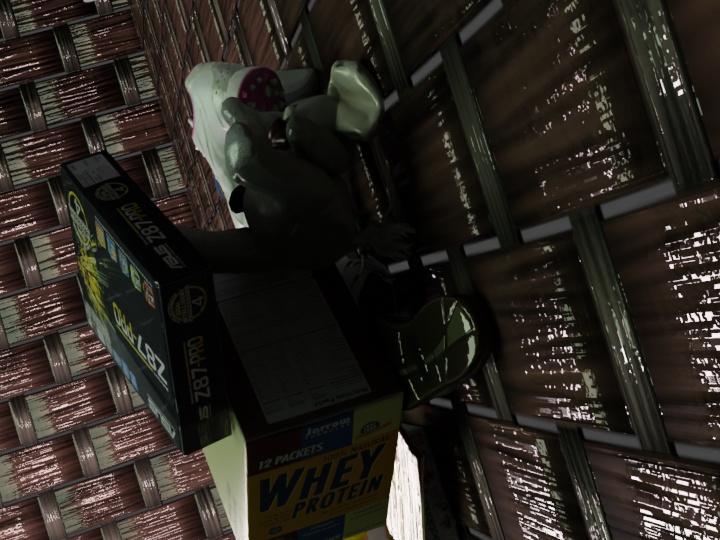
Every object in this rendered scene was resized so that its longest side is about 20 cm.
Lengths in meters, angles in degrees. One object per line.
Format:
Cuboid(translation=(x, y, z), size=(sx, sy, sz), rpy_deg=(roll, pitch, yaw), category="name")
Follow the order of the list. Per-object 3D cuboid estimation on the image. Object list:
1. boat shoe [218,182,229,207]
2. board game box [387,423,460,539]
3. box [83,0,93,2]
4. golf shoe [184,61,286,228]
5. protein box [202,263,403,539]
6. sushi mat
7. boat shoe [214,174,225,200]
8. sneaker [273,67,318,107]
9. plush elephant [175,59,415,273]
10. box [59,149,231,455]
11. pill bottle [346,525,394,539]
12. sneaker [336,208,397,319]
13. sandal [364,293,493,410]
Cuboid(translation=(-0.067, -0.033, 1.158), size=(0.201, 0.070, 0.070), rpy_deg=(53, 175, 5), category="boat shoe")
Cuboid(translation=(0.048, 0.223, 1.194), size=(0.200, 0.034, 0.128), rpy_deg=(155, 98, -78), category="board game box")
Cuboid(translation=(-0.155, -0.315, 0.971), size=(0.176, 0.198, 0.098), rpy_deg=(-172, 64, -76), category="box")
Cuboid(translation=(-0.111, -0.108, 1.063), size=(0.091, 0.075, 0.202), rpy_deg=(22, 135, 26), category="golf shoe")
Cuboid(translation=(-0.068, 0.108, 0.996), size=(0.200, 0.134, 0.201), rpy_deg=(95, 154, -47), category="protein box")
Cuboid(translation=(0.041, 0.212, 1.094), size=(0.096, 0.012, 0.202), rpy_deg=(-121, 20, -47), category="sushi mat")
Cuboid(translation=(-0.076, -0.083, 1.237), size=(0.200, 0.068, 0.085), rpy_deg=(39, 136, 30), category="boat shoe")
Cuboid(translation=(-0.073, -0.144, 1.149), size=(0.200, 0.075, 0.106), rpy_deg=(-140, 32, -74), category="sneaker")
Cuboid(translation=(-0.054, -0.089, 0.936), size=(0.165, 0.198, 0.156), rpy_deg=(122, 147, -44), category="plush elephant")
Cuboid(translation=(-0.169, 0.021, 0.892), size=(0.200, 0.049, 0.163), rpy_deg=(42, 145, 44), category="box")
Cuboid(translation=(-0.011, 0.293, 1.395), size=(0.104, 0.103, 0.202), rpy_deg=(-139, 34, -68), category="pill bottle")
Cuboid(translation=(0.000, 0.000, 1.072), size=(0.082, 0.074, 0.202), rpy_deg=(-38, 67, 50), category="sneaker")
Cuboid(translation=(0.057, 0.058, 0.895), size=(0.200, 0.054, 0.083), rpy_deg=(-37, 70, 62), category="sandal")
